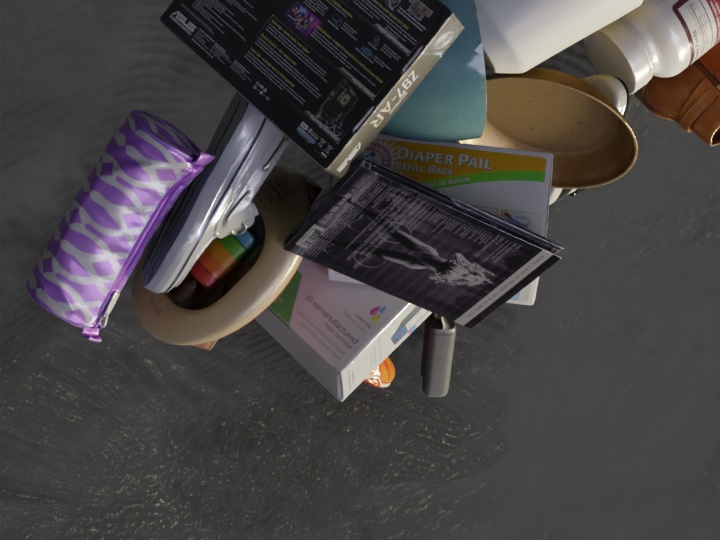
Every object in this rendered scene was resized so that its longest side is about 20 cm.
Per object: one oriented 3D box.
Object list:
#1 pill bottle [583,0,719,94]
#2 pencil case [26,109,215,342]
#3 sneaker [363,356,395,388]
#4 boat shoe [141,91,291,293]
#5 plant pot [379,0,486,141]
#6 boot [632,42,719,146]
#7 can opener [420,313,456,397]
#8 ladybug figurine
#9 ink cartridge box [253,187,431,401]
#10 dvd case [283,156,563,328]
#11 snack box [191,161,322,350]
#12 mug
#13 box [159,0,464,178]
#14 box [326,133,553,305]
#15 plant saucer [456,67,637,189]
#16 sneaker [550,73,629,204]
[{"bbox_3d":[0.336,-0.279,1.566,0.199,0.113,0.113,-37,143,-11],"label":"pill bottle"},{"bbox_3d":[-0.210,-0.039,1.277,0.084,0.085,0.201,10,116,-56],"label":"pencil case"},{"bbox_3d":[-0.003,0.069,1.596,0.077,0.073,0.200,-53,147,-7],"label":"sneaker"},{"bbox_3d":[-0.118,-0.060,1.290,0.066,0.074,0.201,27,100,-24],"label":"boat shoe"},{"bbox_3d":[0.021,-0.201,1.288,0.133,0.201,0.201,-12,137,-5],"label":"plant pot"},{"bbox_3d":[0.403,-0.226,1.644,0.199,0.155,0.074,-38,143,-10],"label":"boot"},{"bbox_3d":[0.075,0.062,1.694,0.066,0.054,0.202,0,132,-4],"label":"can opener"},{"bbox_3d":[-0.119,-0.012,1.356,0.200,0.136,0.072,-41,155,4],"label":"ladybug figurine"},{"bbox_3d":[0.000,0.000,1.439,0.200,0.145,0.088,-43,162,-17],"label":"ink cartridge box"},{"bbox_3d":[0.052,-0.020,1.277,0.198,0.016,0.149,23,144,-19],"label":"dvd case"},{"bbox_3d":[-0.119,-0.014,1.440,0.072,0.024,0.201,22,108,-51],"label":"snack box"},{"bbox_3d":[0.171,-0.255,1.406,0.153,0.150,0.187,-37,132,2],"label":"mug"},{"bbox_3d":[-0.042,-0.200,1.196,0.161,0.200,0.043,-50,163,6],"label":"box"},{"bbox_3d":[0.069,-0.048,1.350,0.113,0.197,0.103,86,12,-64],"label":"box"},{"bbox_3d":[0.187,-0.151,1.510,0.201,0.198,0.036,55,47,-53],"label":"plant saucer"},{"bbox_3d":[0.257,-0.156,1.621,0.111,0.073,0.200,-22,159,-34],"label":"sneaker"}]
